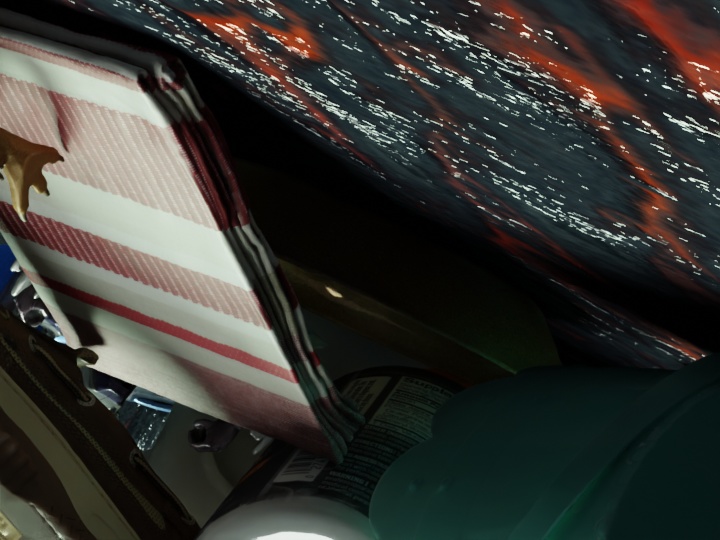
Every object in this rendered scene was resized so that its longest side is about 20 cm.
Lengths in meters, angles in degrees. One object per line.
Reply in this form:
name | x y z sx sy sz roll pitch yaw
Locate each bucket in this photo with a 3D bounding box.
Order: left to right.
bucket | 0.107 0.124 0.982 0.207 0.207 0.135 27 159 -28

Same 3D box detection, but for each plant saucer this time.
plant saucer | 0.000 0.000 1.145 0.200 0.035 0.200 25 175 3

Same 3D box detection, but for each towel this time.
towel | -0.085 -0.019 1.018 0.144 0.023 0.200 18 148 36

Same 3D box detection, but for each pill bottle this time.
pill bottle | 0.005 0.102 1.117 0.106 0.106 0.200 24 -159 7

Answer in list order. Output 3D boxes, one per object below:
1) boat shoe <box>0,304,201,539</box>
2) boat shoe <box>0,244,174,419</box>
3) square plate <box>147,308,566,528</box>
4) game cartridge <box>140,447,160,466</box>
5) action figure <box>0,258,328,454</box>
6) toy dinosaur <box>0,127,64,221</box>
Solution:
boat shoe | -0.135 0.051 1.085 0.202 0.075 0.075 54 132 0
boat shoe | -0.114 0.044 1.343 0.200 0.069 0.084 16 -144 8
square plate | 0.014 0.078 1.268 0.198 0.200 0.028 21 131 0
game cartridge | -0.061 0.129 1.225 0.200 0.038 0.130 -9 -128 -31
action figure | -0.091 0.026 1.182 0.130 0.069 0.200 45 159 -14
toy dinosaur | -0.165 -0.049 0.965 0.106 0.060 0.200 23 156 22
